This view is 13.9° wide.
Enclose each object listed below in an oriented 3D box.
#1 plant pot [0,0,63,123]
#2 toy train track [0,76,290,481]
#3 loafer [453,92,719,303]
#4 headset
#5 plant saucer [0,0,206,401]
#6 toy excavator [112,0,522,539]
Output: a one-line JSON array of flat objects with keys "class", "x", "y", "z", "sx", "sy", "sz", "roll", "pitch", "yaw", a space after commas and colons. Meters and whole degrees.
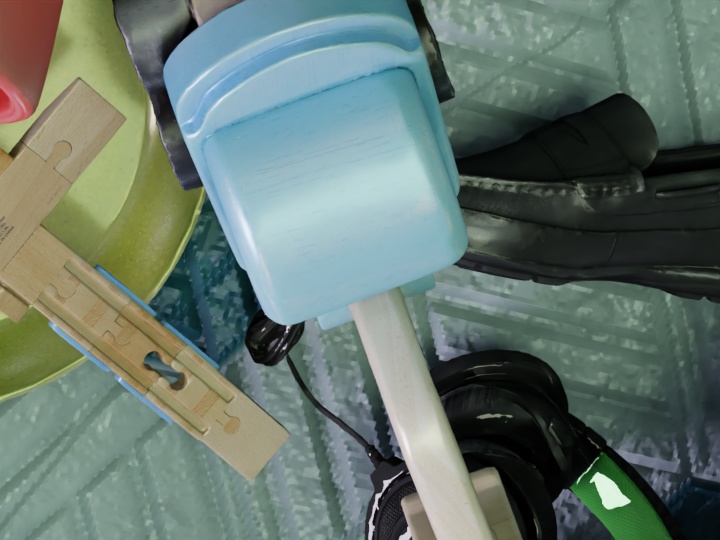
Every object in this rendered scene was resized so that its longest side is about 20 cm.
[{"class": "plant pot", "x": -0.158, "y": -0.162, "z": 0.872, "sx": 0.200, "sy": 0.200, "sz": 0.178, "roll": 25, "pitch": 82, "yaw": -24}, {"class": "toy train track", "x": -0.101, "y": 0.006, "z": 1.018, "sx": 0.115, "sy": 0.033, "sz": 0.200, "roll": -50, "pitch": 122, "yaw": -3}, {"class": "loafer", "x": 0.083, "y": -0.031, "z": 1.075, "sx": 0.200, "sy": 0.068, "sz": 0.071, "roll": 6, "pitch": 99, "yaw": -24}, {"class": "headset", "x": 0.047, "y": 0.069, "z": 1.067, "sx": 0.200, "sy": 0.124, "sz": 0.094, "roll": 34, "pitch": 121, "yaw": -8}, {"class": "plant saucer", "x": -0.149, "y": -0.048, "z": 1.014, "sx": 0.199, "sy": 0.031, "sz": 0.201, "roll": -6, "pitch": 111, "yaw": -15}, {"class": "toy excavator", "x": 0.000, "y": 0.000, "z": 0.962, "sx": 0.099, "sy": 0.201, "sz": 0.195, "roll": -18, "pitch": 151, "yaw": 1}]
